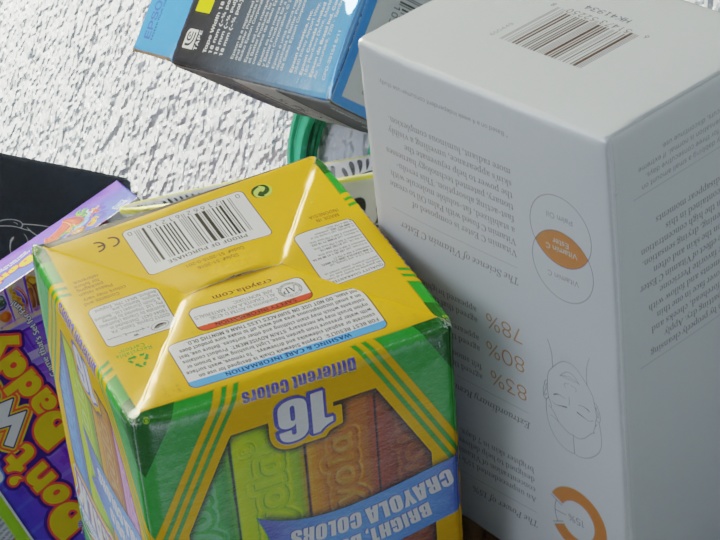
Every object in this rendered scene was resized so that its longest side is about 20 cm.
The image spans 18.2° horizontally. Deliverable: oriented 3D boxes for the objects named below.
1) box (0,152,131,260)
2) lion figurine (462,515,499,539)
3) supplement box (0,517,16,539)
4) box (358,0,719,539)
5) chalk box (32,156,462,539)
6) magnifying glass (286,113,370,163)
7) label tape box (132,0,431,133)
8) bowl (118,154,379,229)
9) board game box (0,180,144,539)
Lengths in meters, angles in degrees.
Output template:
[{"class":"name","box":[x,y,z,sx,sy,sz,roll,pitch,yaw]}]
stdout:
[{"class":"box","box":[-0.241,0.015,1.311,0.107,0.199,0.149,-32,55,49]},{"class":"lion figurine","box":[0.035,0.115,0.971,0.200,0.072,0.123,-167,83,-71]},{"class":"supplement box","box":[-0.147,0.106,1.150,0.069,0.199,0.067,-47,45,44]},{"class":"box","box":[0.083,0.002,0.834,0.124,0.097,0.201,27,135,41]},{"class":"chalk box","box":[-0.039,0.083,0.868,0.124,0.124,0.201,-129,26,-49]},{"class":"magnifying glass","box":[0.008,-0.026,1.116,0.080,0.022,0.200,-58,40,29]},{"class":"label tape box","box":[-0.021,-0.155,1.140,0.200,0.063,0.145,20,89,55]},{"class":"bowl","box":[0.000,0.000,0.992,0.200,0.200,0.095,-4,98,55]},{"class":"board game box","box":[-0.115,0.079,1.072,0.134,0.201,0.045,-35,21,-9]}]
